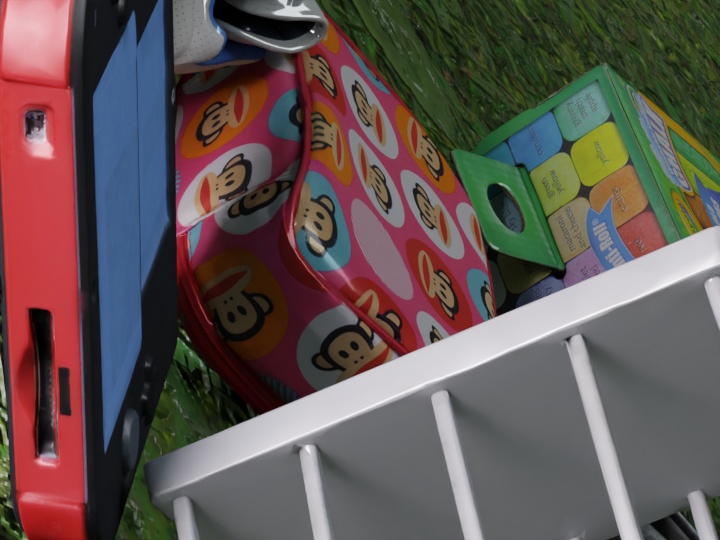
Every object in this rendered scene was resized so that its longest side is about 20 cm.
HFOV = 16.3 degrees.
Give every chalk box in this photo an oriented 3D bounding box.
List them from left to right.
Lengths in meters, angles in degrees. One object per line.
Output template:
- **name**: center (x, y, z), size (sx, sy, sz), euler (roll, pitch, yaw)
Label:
- **chalk box**: center (0.117, -0.006, 1.232), size (0.200, 0.124, 0.125), euler (32, 32, -49)

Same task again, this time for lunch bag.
- **lunch bag**: center (0.000, 0.000, 1.022), size (0.176, 0.082, 0.200), euler (46, 23, -28)

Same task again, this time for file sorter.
- **file sorter**: center (0.058, 0.104, 0.797), size (0.139, 0.199, 0.125), euler (48, 24, -52)

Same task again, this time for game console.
- **game console**: center (-0.079, -0.028, 0.804), size (0.177, 0.031, 0.201), euler (-69, 163, -64)

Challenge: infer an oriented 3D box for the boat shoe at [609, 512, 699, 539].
- **boat shoe**: center (0.104, 0.091, 1.142), size (0.200, 0.068, 0.074), euler (54, 21, -9)

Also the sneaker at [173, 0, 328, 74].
- **sneaker**: center (-0.067, -0.137, 1.022), size (0.146, 0.081, 0.200), euler (38, 29, 7)
